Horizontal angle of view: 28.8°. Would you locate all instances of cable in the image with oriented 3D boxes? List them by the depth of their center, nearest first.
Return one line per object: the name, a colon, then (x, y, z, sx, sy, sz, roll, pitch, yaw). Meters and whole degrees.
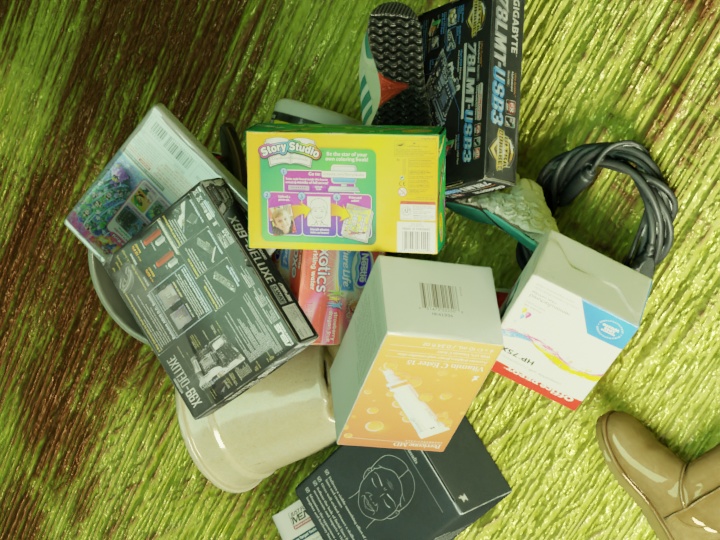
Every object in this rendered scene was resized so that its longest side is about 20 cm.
cable: (0.239, -0.045, 1.433, 0.163, 0.050, 0.202, 35, 120, 36)

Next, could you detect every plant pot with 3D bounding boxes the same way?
plant pot: (-0.087, 0.147, 1.650, 0.181, 0.200, 0.203, -15, 87, 28)

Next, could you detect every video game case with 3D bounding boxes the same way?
video game case: (-0.203, -0.047, 1.520, 0.200, 0.024, 0.182, 45, 113, 3)

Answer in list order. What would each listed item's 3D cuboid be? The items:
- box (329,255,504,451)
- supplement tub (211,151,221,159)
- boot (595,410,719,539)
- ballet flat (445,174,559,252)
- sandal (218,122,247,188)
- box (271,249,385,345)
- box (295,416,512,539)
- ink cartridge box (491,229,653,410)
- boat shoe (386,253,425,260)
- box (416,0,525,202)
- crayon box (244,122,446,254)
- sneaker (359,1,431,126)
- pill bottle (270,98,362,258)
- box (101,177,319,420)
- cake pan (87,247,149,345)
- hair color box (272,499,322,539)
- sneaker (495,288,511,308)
box: (0.053, 0.089, 1.433, 0.201, 0.122, 0.098, 112, 158, -49)
supplement tub: (-0.208, -0.069, 1.692, 0.139, 0.199, 0.143, 7, 102, 38)
boot: (0.349, 0.175, 1.363, 0.199, 0.066, 0.176, -38, 85, 37)
ballet flat: (0.150, -0.072, 1.450, 0.200, 0.071, 0.073, 32, 118, 56)
sandal: (-0.162, -0.068, 1.595, 0.082, 0.054, 0.203, -165, 80, -73)
box: (-0.034, -0.026, 1.515, 0.094, 0.101, 0.203, -161, 74, -64)
box: (0.046, 0.249, 1.593, 0.200, 0.106, 0.149, -45, 69, 35)
ink cartridge box: (0.194, 0.063, 1.399, 0.115, 0.068, 0.201, 25, 141, 1)
boat shoe: (0.000, 0.000, 1.615, 0.198, 0.071, 0.066, -9, 92, 41)
box: (0.092, -0.175, 1.464, 0.198, 0.049, 0.203, -9, 76, 57)
crayon box: (-0.015, -0.084, 1.403, 0.197, 0.058, 0.121, 2, 104, 9)
sneaker: (0.034, -0.174, 1.469, 0.069, 0.093, 0.203, -2, 91, -4)
pill bottle: (-0.070, -0.086, 1.604, 0.111, 0.112, 0.203, 18, 92, 36)
box: (-0.160, 0.031, 1.471, 0.157, 0.050, 0.201, -36, 82, 24)
cake pan: (-0.209, -0.012, 1.563, 0.197, 0.037, 0.203, 4, 104, 17)
hair color box: (-0.019, 0.363, 1.694, 0.100, 0.060, 0.202, -36, 75, 37)
sneaker: (0.089, 0.061, 1.518, 0.198, 0.115, 0.080, -8, 86, 40)
